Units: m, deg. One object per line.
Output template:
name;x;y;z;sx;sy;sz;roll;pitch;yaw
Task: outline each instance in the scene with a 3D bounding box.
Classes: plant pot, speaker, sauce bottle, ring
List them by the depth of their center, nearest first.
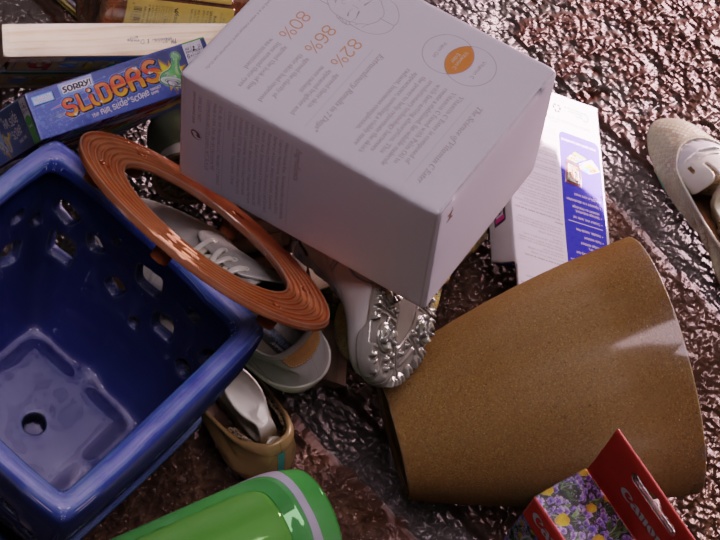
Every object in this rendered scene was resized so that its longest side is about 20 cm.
ring;-0.104;-0.022;1.489;0.200;0.200;0.019;39;102;8
plant pot;-0.209;0.071;1.508;0.200;0.180;0.200;42;59;9
speaker;-0.114;0.202;1.517;0.200;0.088;0.089;-22;69;-25
plant pot;0.118;0.092;1.606;0.200;0.186;0.187;-15;65;-4
sauce bottle;-0.114;-0.197;1.737;0.200;0.066;0.066;5;59;-29

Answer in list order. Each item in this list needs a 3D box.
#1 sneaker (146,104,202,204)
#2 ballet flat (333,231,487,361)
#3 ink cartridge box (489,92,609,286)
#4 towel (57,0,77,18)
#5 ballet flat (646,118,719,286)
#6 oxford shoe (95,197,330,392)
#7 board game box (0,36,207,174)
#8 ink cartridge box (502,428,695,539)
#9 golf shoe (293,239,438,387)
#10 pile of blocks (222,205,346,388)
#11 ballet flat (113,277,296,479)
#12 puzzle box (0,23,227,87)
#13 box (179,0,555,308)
sneaker;-0.065;-0.091;1.705;0.200;0.067;0.090;6;42;-23
ballet flat;0.037;-0.009;1.662;0.071;0.071;0.200;35;44;5
ink cartridge box;0.143;-0.048;1.742;0.095;0.037;0.200;17;54;-29
towel;-0.172;-0.265;1.801;0.144;0.023;0.200;37;58;8
ballet flat;0.288;-0.047;1.781;0.067;0.062;0.200;-16;67;-23
oxford shoe;-0.101;0.007;1.574;0.200;0.058;0.075;37;68;18
board game box;-0.196;-0.109;1.604;0.135;0.200;0.034;-21;92;-25
ink cartridge box;0.152;0.197;1.524;0.050;0.200;0.109;-26;71;-25
golf shoe;0.000;0.000;1.588;0.097;0.078;0.200;-12;49;23
pile of blocks;-0.061;-0.009;1.645;0.082;0.062;0.200;-14;94;-56
ballet flat;-0.108;0.058;1.611;0.069;0.063;0.200;-34;74;-22
puzzle box;-0.172;-0.156;1.676;0.200;0.133;0.025;-2;86;-15
box;0.002;-0.098;1.525;0.200;0.106;0.152;30;56;15
